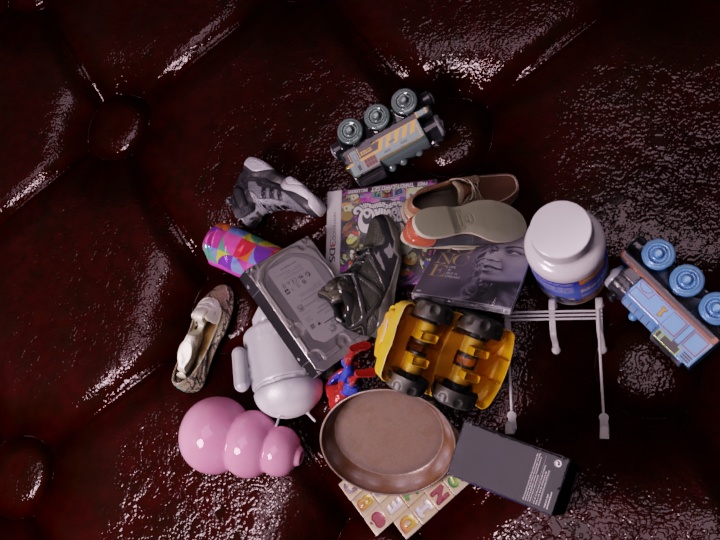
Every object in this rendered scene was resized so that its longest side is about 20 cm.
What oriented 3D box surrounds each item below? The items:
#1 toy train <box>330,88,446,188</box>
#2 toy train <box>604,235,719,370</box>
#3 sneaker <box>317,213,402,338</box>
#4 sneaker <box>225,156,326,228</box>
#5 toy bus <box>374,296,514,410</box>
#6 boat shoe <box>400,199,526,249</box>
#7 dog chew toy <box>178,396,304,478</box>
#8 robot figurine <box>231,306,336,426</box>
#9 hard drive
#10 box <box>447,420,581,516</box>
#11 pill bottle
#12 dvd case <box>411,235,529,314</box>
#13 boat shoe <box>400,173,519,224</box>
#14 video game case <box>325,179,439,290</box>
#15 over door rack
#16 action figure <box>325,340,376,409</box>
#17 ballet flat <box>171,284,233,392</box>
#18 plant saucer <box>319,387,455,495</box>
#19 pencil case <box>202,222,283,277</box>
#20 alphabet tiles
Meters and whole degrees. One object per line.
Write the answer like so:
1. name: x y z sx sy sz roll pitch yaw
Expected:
1. toy train: 0.049 -0.228 1.309 0.200 0.085 0.114 -27 79 8
2. toy train: 0.438 0.043 1.080 0.114 0.087 0.200 -44 67 9
3. sneaker: 0.000 0.000 1.194 0.076 0.114 0.200 -8 71 62
4. sneaker: -0.155 -0.116 1.348 0.200 0.075 0.114 32 87 31
5. toy bus: 0.094 0.102 1.124 0.192 0.200 0.136 31 102 62
6. boat shoe: 0.160 -0.064 1.168 0.199 0.063 0.071 -4 69 -21
7. dog chew toy: -0.187 0.276 1.216 0.199 0.125 0.125 11 78 14
8. robot figurine: -0.125 0.152 1.228 0.169 0.113 0.200 -7 66 -20
9. hard drive: -0.081 0.056 1.209 0.140 0.038 0.200 -31 84 -38
10. box: 0.213 0.270 1.025 0.141 0.200 0.079 19 81 24
11. pill bottle: 0.296 -0.026 1.087 0.112 0.200 0.112 -6 72 18
12. dvd case: 0.180 -0.009 1.158 0.148 0.016 0.200 8 37 22
13. boat shoe: 0.164 -0.114 1.211 0.200 0.072 0.076 -18 75 -8
14. video game case: 0.038 -0.055 1.279 0.199 0.036 0.182 -4 74 18
15. over door rack: 0.286 0.142 1.116 0.147 0.067 0.201 -3 79 20
16. action figure: -0.017 0.173 1.154 0.052 0.200 0.066 -9 65 -23
17. ballet flat: -0.276 0.113 1.317 0.068 0.075 0.200 14 79 24
18. plant saucer: 0.041 0.248 1.122 0.200 0.201 0.035 -16 26 14
19. pencil case: -0.181 -0.015 1.319 0.200 0.088 0.089 25 83 27
20. alphabet tiles: 0.068 0.304 1.173 0.200 0.006 0.166 -43 65 3
